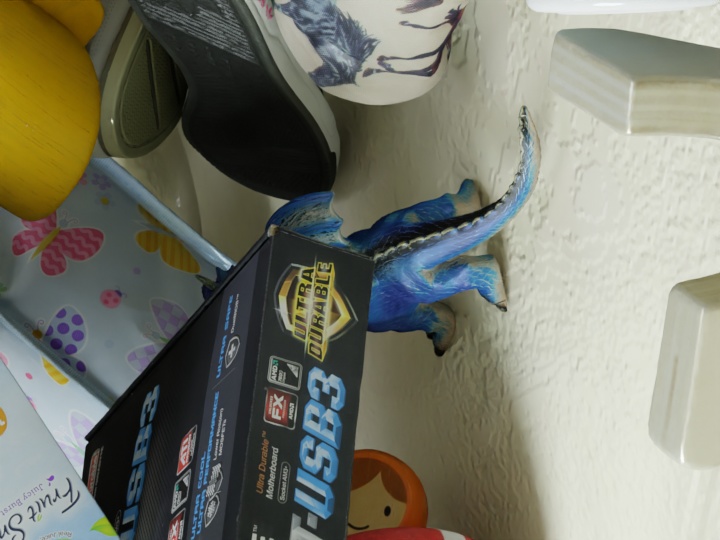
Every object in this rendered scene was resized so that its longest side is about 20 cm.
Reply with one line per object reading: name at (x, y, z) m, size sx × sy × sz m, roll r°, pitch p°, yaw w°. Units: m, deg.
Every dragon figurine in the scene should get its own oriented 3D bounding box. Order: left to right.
dragon figurine at (0.000, 0.000, 1.137) m, size 0.200 × 0.099 × 0.059 m, roll -40°, pitch 60°, yaw 60°

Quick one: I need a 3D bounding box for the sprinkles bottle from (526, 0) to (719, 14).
sprinkles bottle at (0.085, -0.186, 0.954) m, size 0.068 × 0.068 × 0.200 m, roll 11°, pitch 106°, yaw 64°

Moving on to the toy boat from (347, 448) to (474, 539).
toy boat at (-0.002, 0.136, 1.165) m, size 0.200 × 0.130 × 0.131 m, roll 146°, pitch 135°, yaw -61°

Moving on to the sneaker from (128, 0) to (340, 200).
sneaker at (-0.038, -0.124, 1.217) m, size 0.200 × 0.084 × 0.121 m, roll 69°, pitch -142°, yaw -58°

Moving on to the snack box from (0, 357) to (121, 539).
snack box at (-0.184, 0.056, 1.115) m, size 0.200 × 0.068 × 0.169 m, roll 58°, pitch 159°, yaw -5°

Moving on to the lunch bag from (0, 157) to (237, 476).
lunch bag at (-0.155, 0.028, 1.349) m, size 0.200 × 0.127 × 0.170 m, roll 42°, pitch 148°, yaw -3°

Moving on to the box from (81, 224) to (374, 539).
box at (-0.063, 0.115, 1.083) m, size 0.199 × 0.050 × 0.200 m, roll -44°, pitch 33°, yaw 52°

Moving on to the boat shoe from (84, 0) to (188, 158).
boat shoe at (-0.104, -0.123, 1.256) m, size 0.200 × 0.068 × 0.075 m, roll -73°, pitch -15°, yaw -45°

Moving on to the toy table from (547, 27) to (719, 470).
toy table at (0.146, -0.032, 0.806) m, size 0.184 × 0.117 × 0.200 m, roll 21°, pitch 113°, yaw 62°

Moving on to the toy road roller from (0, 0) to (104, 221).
toy road roller at (-0.150, -0.111, 1.145) m, size 0.200 × 0.123 × 0.146 m, roll -51°, pitch 54°, yaw 4°

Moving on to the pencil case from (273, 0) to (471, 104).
pencil case at (0.028, -0.146, 1.074) m, size 0.078 × 0.089 × 0.200 m, roll 45°, pitch 143°, yaw 11°
